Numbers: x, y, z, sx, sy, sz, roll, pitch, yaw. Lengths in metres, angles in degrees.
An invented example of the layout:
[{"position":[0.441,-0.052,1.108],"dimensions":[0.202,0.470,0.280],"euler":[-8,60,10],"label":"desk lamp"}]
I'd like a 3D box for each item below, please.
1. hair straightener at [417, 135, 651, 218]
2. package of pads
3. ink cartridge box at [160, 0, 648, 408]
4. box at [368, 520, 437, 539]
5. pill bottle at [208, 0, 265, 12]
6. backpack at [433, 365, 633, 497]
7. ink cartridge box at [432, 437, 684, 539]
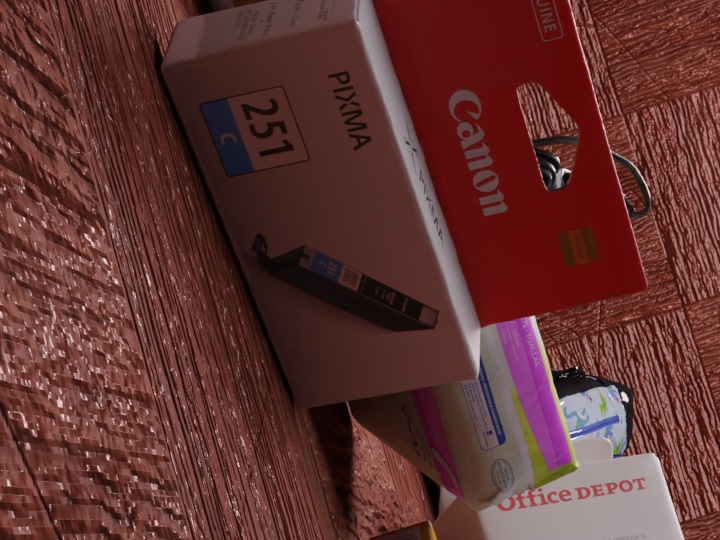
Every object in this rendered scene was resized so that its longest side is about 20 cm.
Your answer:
[{"position":[0.040,-0.041,0.970],"dimensions":[0.077,0.199,0.041],"euler":[76,19,-76],"label":"hair straightener"},{"position":[0.036,0.034,1.101],"dimensions":[0.200,0.068,0.155],"euler":[30,-40,66],"label":"package of pads"},{"position":[0.025,-0.039,0.922],"dimensions":[0.045,0.176,0.200],"euler":[-82,156,-54],"label":"ink cartridge box"},{"position":[0.051,0.247,1.062],"dimensions":[0.119,0.041,0.200],"euler":[-96,171,-65],"label":"box"},{"position":[-0.037,-0.184,1.102],"dimensions":[0.114,0.114,0.200],"euler":[-97,169,-64],"label":"pill bottle"},{"position":[0.127,0.142,1.619],"dimensions":[0.200,0.163,0.154],"euler":[37,50,-70],"label":"backpack"},{"position":[0.121,0.208,1.213],"dimensions":[0.125,0.128,0.200],"euler":[122,-42,-57],"label":"ink cartridge box"}]
